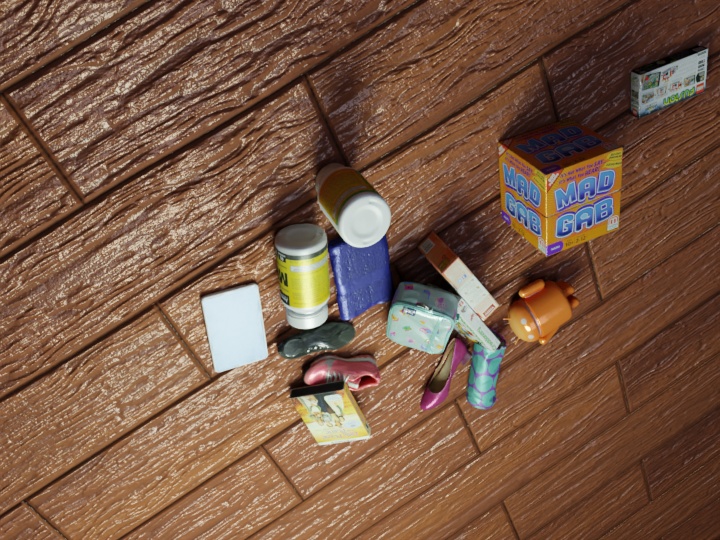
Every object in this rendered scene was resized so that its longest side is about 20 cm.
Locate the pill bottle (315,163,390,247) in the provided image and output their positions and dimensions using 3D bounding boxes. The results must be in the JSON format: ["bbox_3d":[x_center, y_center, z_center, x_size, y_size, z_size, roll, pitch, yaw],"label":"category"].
[{"bbox_3d":[-0.024,-0.141,1.514,0.108,0.201,0.114,-11,123,-18],"label":"pill bottle"}]

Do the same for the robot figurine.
[{"bbox_3d":[0.463,0.107,1.930,0.197,0.118,0.145,-31,150,-5],"label":"robot figurine"}]

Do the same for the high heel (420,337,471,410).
[{"bbox_3d":[0.204,0.263,1.930,0.202,0.067,0.096,-54,136,-7],"label":"high heel"}]

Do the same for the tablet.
[{"bbox_3d":[-0.277,0.128,1.666,0.127,0.014,0.205,-15,123,-17],"label":"tablet"}]

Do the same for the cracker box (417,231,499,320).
[{"bbox_3d":[0.229,0.014,1.758,0.058,0.134,0.200,-43,126,4],"label":"cracker box"}]

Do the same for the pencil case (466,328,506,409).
[{"bbox_3d":[0.332,0.261,1.978,0.090,0.085,0.205,-6,120,-21],"label":"pencil case"}]

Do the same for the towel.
[{"bbox_3d":[0.000,0.000,1.704,0.145,0.049,0.204,-23,124,-20],"label":"towel"}]

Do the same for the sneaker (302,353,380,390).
[{"bbox_3d":[-0.039,0.250,1.799,0.195,0.087,0.076,-4,119,-22],"label":"sneaker"}]

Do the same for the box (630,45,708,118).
[{"bbox_3d":[0.735,-0.450,1.790,0.196,0.035,0.112,-22,125,-12],"label":"box"}]

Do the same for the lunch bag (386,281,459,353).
[{"bbox_3d":[0.143,0.113,1.733,0.156,0.078,0.202,19,150,6],"label":"lunch bag"}]

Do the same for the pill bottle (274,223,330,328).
[{"bbox_3d":[-0.121,0.014,1.610,0.111,0.115,0.205,-13,122,-17],"label":"pill bottle"}]

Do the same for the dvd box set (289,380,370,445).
[{"bbox_3d":[-0.072,0.351,1.831,0.142,0.030,0.203,-10,132,16],"label":"dvd box set"}]

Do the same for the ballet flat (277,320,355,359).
[{"bbox_3d":[-0.102,0.158,1.752,0.195,0.057,0.068,-12,95,-24],"label":"ballet flat"}]

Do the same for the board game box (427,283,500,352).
[{"bbox_3d":[0.246,0.115,1.828,0.035,0.125,0.200,-52,126,-10],"label":"board game box"}]

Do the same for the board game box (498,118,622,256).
[{"bbox_3d":[0.449,-0.193,1.702,0.195,0.201,0.204,-19,125,-13],"label":"board game box"}]
